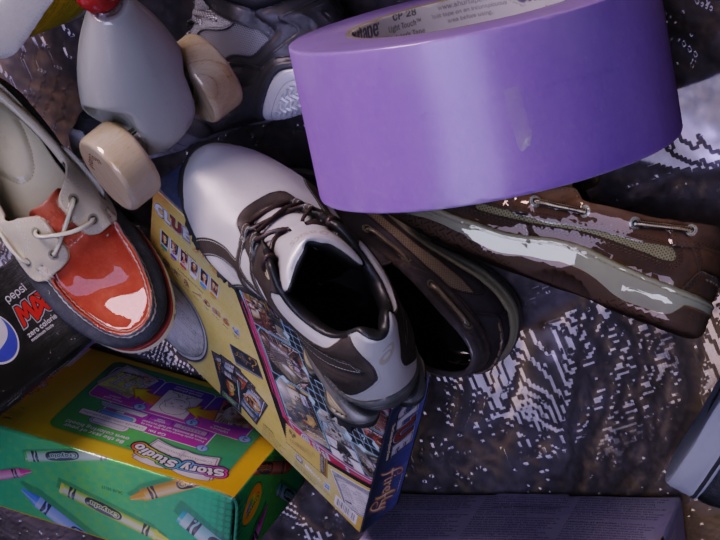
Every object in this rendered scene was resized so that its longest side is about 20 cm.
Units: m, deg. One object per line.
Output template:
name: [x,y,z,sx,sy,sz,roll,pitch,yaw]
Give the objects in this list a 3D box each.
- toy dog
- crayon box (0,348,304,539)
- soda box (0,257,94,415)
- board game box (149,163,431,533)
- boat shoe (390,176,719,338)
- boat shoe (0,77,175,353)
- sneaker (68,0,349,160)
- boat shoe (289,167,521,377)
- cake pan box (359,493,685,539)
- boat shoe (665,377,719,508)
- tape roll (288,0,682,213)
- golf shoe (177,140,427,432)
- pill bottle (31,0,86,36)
toy dog: [-0.143,-0.136,1.078,0.096,0.131,0.202,26,132,43]
crayon box: [-0.145,0.111,1.239,0.198,0.119,0.059,15,117,16]
soda box: [-0.212,0.039,1.196,0.071,0.200,0.063,50,129,-1]
board game box: [-0.048,0.044,1.168,0.200,0.035,0.136,43,148,21]
boat shoe: [0.113,-0.030,1.137,0.201,0.075,0.075,21,89,14]
boat shoe: [-0.181,-0.036,1.166,0.071,0.063,0.201,-36,75,-5]
sneaker: [-0.093,-0.135,1.173,0.198,0.075,0.115,-14,97,22]
boat shoe: [0.000,0.000,1.177,0.199,0.073,0.075,25,113,12]
cake pan box: [0.082,0.186,1.144,0.198,0.184,0.053,-2,110,20]
boat shoe: [0.233,0.072,1.089,0.068,0.074,0.200,28,134,5]
tape roll: [0.066,-0.098,1.051,0.198,0.200,0.086,-6,105,22]
golf shoe: [-0.031,-0.013,1.068,0.200,0.077,0.095,48,162,25]
pill bottle: [-0.213,-0.182,1.129,0.110,0.200,0.112,6,109,18]
